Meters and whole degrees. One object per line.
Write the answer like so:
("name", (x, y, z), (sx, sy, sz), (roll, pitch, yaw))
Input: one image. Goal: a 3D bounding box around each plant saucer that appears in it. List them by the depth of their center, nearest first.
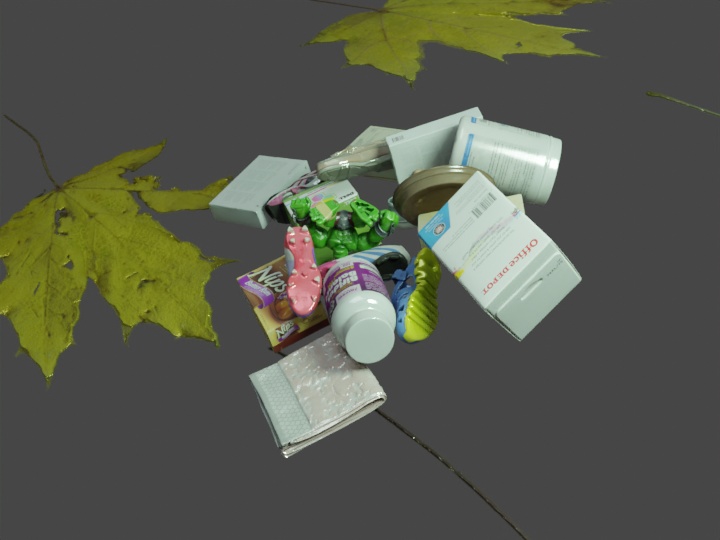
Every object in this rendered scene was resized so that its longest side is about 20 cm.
("plant saucer", (0.157, -0.131, 1.550), (0.196, 0.201, 0.030), (-11, 62, 12))

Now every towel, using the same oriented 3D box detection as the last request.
("towel", (-0.076, 0.193, 1.364), (0.188, 0.033, 0.200), (-26, 37, -9))

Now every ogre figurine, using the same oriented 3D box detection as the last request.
("ogre figurine", (-0.031, -0.080, 1.579), (0.195, 0.121, 0.100), (-10, 56, -9))

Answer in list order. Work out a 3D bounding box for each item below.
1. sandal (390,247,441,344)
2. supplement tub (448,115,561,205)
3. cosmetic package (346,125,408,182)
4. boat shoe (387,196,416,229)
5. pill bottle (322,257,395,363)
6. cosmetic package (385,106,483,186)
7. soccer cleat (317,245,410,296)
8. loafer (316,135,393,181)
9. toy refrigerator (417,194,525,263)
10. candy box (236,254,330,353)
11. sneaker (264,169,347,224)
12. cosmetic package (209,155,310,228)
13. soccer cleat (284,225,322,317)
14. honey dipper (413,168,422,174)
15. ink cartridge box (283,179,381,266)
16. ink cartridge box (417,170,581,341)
("sandal", (0.088, 0.053, 1.440), (0.086, 0.080, 0.202), (-24, 30, 29))
("supplement tub", (0.270, -0.209, 1.580), (0.196, 0.134, 0.133), (15, 42, 4))
("cosmetic package", (0.078, -0.255, 1.833), (0.197, 0.074, 0.104), (15, 48, 39))
("boat shoe", (0.148, -0.141, 1.653), (0.197, 0.072, 0.071), (-16, 36, 6))
("pill bottle", (-0.001, 0.068, 1.399), (0.110, 0.114, 0.201), (-20, 27, -1))
("cosmetic package", (0.164, -0.227, 1.690), (0.196, 0.153, 0.052), (-17, 33, 3))
("soccer cleat", (0.000, 0.000, 1.559), (0.196, 0.071, 0.087), (-12, 17, 10))
("loafer", (-0.004, -0.233, 1.719), (0.196, 0.072, 0.064), (-12, 74, -18))
("toy refrigerator", (0.209, -0.076, 1.539), (0.196, 0.077, 0.071), (-11, 36, 13))
("candy box", (-0.147, 0.057, 1.551), (0.115, 0.057, 0.200), (-26, 38, -10))
("sneaker", (-0.127, -0.167, 1.828), (0.197, 0.082, 0.086), (-25, 28, -26))
("cosmetic package", (-0.225, -0.182, 1.888), (0.148, 0.052, 0.201), (9, 45, 36))
("soccer cleat", (-0.106, 0.009, 1.505), (0.065, 0.077, 0.203), (-5, 52, -7))
("honey dipper", (0.204, -0.191, 1.667), (0.195, 0.039, 0.038), (1, 36, -6))
("ink cartridge box", (-0.058, -0.099, 1.693), (0.145, 0.077, 0.201), (-25, 35, -7))
("ink cartridge box", (0.223, -0.023, 1.337), (0.147, 0.146, 0.201), (-45, 48, 7))
